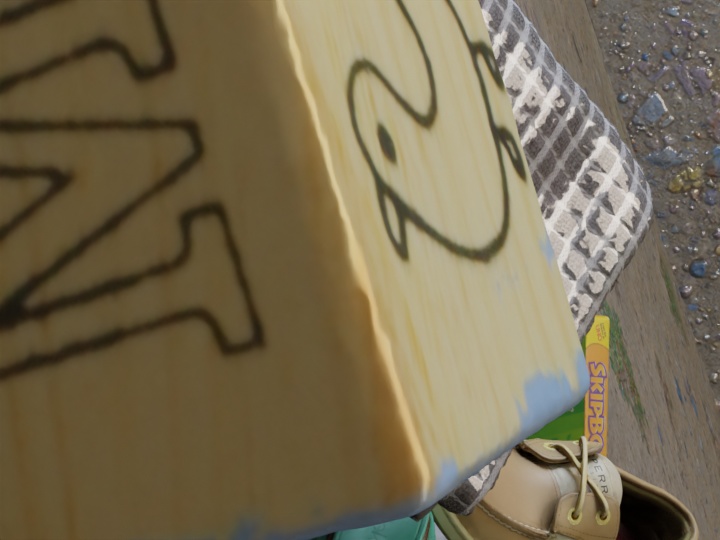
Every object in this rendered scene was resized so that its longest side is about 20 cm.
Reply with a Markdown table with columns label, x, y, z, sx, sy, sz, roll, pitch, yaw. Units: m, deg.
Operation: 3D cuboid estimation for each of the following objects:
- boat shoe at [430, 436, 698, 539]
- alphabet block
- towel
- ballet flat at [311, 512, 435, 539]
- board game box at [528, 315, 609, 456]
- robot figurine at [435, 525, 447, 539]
| label | x | y | z | sx | sy | sz | roll | pitch | yaw |
| --- | --- | --- | --- | --- | --- | --- | --- | --- | --- |
| boat shoe | 0.099 | 0.112 | 1.137 | 0.200 | 0.066 | 0.074 | 24 | 43 | -52 |
| alphabet block | -0.061 | -0.015 | 0.754 | 0.195 | 0.195 | 0.201 | -21 | 95 | -69 |
| towel | 0.024 | -0.014 | 0.957 | 0.166 | 0.085 | 0.200 | 48 | 64 | -31 |
| ballet flat | -0.017 | 0.175 | 1.009 | 0.200 | 0.067 | 0.071 | -58 | 166 | -48 |
| board game box | 0.097 | 0.124 | 1.313 | 0.030 | 0.095 | 0.201 | 4 | 88 | -43 |
| robot figurine | 0.056 | 0.175 | 1.220 | 0.200 | 0.112 | 0.170 | -63 | 170 | -71 |
